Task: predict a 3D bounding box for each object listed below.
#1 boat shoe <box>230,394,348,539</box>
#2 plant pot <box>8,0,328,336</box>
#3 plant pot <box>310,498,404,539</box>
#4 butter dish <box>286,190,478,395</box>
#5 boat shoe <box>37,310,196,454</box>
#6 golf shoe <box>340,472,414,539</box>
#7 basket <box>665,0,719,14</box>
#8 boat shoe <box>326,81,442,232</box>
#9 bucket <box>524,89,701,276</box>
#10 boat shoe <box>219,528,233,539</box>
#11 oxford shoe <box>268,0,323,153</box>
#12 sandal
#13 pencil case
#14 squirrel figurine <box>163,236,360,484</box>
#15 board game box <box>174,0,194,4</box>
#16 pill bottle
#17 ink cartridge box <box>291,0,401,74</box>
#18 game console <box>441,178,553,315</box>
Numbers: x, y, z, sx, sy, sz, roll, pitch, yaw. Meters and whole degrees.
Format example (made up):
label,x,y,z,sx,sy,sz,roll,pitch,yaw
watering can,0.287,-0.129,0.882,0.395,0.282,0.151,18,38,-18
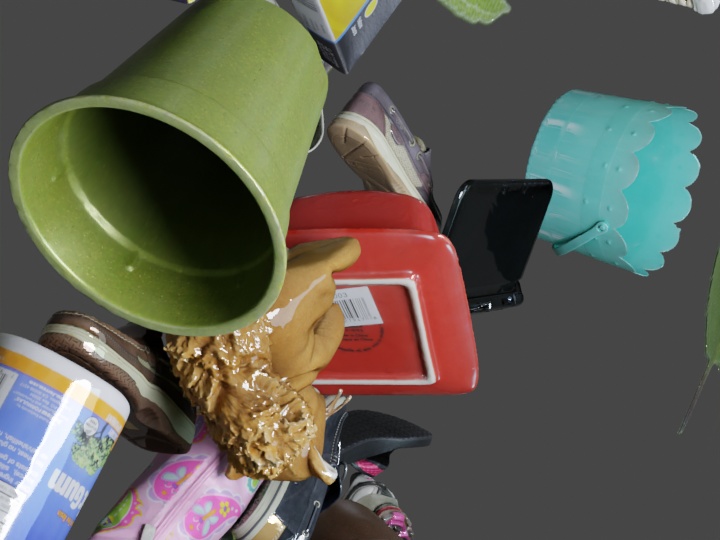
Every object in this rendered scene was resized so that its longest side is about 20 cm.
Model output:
label,x,y,z,sx,sy,sz,roll,pitch,yaw
boat shoe,-0.048,0.176,1.403,0.075,0.062,0.200,-46,-172,33
plant pot,-0.109,-0.092,1.143,0.190,0.199,0.201,-62,152,-42
plant pot,-0.011,0.296,1.415,0.199,0.198,0.202,-3,104,-14
butter dish,0.000,0.000,1.399,0.200,0.199,0.148,76,19,-45
boat shoe,-0.175,0.066,1.218,0.203,0.074,0.075,62,38,-60
golf shoe,-0.023,0.288,1.585,0.072,0.092,0.201,21,109,-36
basket,0.326,-0.416,1.737,0.201,0.160,0.199,-58,148,-23
boat shoe,0.035,-0.095,1.491,0.065,0.072,0.200,-58,143,-15
bucket,0.281,-0.102,1.852,0.207,0.134,0.208,-35,133,-47
boat shoe,-0.132,0.311,1.410,0.070,0.071,0.202,8,98,-61
oxford shoe,-0.070,-0.165,1.280,0.075,0.057,0.201,-52,144,-29
sandal,-0.008,0.169,1.559,0.199,0.075,0.045,-5,111,-52
pencil case,-0.146,0.190,1.307,0.200,0.087,0.088,-49,143,-38
squirrel figurine,-0.079,0.085,1.242,0.200,0.141,0.188,-54,143,-65
board game box,-0.094,-0.308,1.162,0.200,0.056,0.166,-47,144,-39
pill bottle,-0.243,0.152,1.087,0.201,0.112,0.112,-64,150,-16
ink cartridge box,0.017,-0.276,1.303,0.200,0.047,0.198,-53,163,-6
game console,0.076,-0.012,1.552,0.200,0.175,0.117,-5,84,-59
